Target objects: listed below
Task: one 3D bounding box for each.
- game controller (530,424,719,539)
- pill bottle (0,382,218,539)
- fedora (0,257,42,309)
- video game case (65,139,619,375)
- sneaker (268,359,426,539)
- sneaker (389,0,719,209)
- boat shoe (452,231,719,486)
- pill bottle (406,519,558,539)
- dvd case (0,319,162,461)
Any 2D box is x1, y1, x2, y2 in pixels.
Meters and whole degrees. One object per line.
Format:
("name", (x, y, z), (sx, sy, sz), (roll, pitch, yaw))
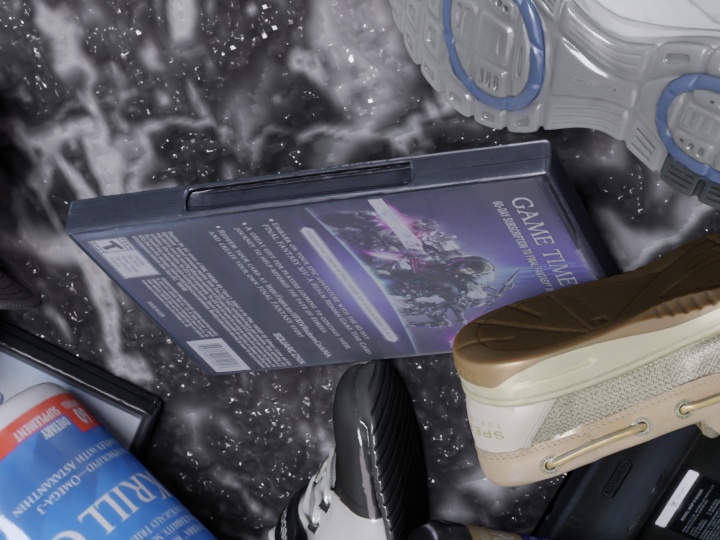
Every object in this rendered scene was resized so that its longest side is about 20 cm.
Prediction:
("game controller", (0.146, 0.096, 0.872), (0.104, 0.042, 0.201), (18, 124, -12))
("pill bottle", (-0.105, 0.154, 0.881), (0.200, 0.112, 0.112), (43, 123, 7))
("fedora", (-0.220, -0.052, 0.834), (0.199, 0.177, 0.091), (16, 94, 25))
("video game case", (0.000, 0.000, 0.821), (0.199, 0.019, 0.143), (-7, 151, 19))
("sneaker", (-0.014, 0.130, 0.912), (0.088, 0.074, 0.201), (4, 120, 12))
("sneaker", (0.098, -0.086, 0.756), (0.199, 0.087, 0.075), (29, 127, 20))
("boat shoe", (0.135, 0.031, 0.778), (0.199, 0.072, 0.065), (-16, 110, -10))
("pill bottle", (0.111, 0.173, 0.831), (0.199, 0.112, 0.112), (11, 124, -11))
("dvd case", (-0.190, 0.108, 0.984), (0.142, 0.018, 0.201), (26, 123, 2))
